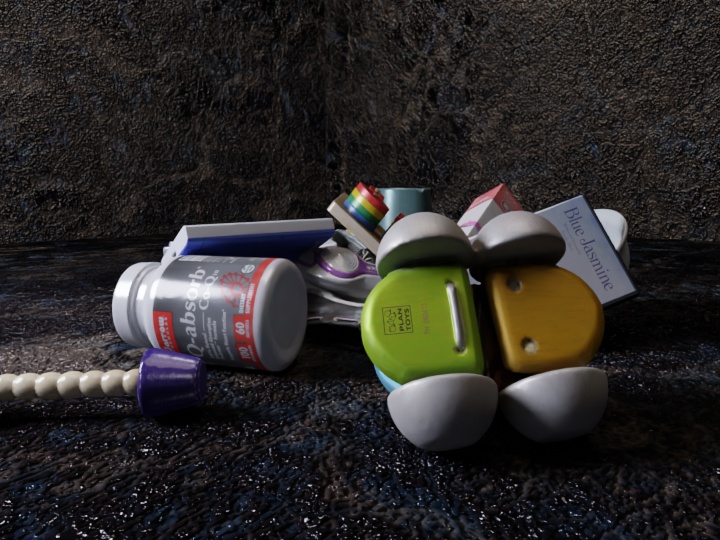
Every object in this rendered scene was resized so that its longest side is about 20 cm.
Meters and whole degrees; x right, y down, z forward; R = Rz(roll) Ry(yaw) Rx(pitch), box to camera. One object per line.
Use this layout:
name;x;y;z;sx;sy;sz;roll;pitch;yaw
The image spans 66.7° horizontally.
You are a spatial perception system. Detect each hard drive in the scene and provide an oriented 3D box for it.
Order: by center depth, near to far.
hard drive;-0.146;-0.030;0.710;0.194;0.026;0.131;-7;-14;-35

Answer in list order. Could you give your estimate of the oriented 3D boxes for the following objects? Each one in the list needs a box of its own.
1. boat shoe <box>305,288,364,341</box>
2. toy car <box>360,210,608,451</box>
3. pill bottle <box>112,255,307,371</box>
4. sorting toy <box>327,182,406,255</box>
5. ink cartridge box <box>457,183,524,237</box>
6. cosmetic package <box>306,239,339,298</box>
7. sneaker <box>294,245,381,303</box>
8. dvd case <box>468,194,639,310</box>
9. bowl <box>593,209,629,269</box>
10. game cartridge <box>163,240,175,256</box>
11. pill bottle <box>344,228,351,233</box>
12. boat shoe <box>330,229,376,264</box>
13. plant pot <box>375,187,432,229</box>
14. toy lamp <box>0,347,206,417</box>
boat shoe;-0.004;0.072;0.682;0.195;0.058;0.067;11;-23;38
toy car;0.092;0.057;0.456;0.192;0.181;0.151;-2;-27;-9
pill bottle;-0.166;0.044;0.608;0.192;0.121;0.115;2;8;18
sorting toy;0.046;-0.077;0.968;0.199;0.070;0.199;42;11;-5
ink cartridge box;0.170;-0.008;0.762;0.201;0.117;0.067;-49;13;-31
cosmetic package;-0.074;0.002;0.928;0.069;0.105;0.200;-13;10;-8
sneaker;0.001;0.032;0.740;0.193;0.102;0.076;15;36;0
dvd case;0.224;0.000;0.674;0.194;0.147;0.018;-20;-22;-7
bowl;0.305;0.011;0.791;0.198;0.091;0.202;-35;18;13
game cartridge;-0.197;-0.034;0.868;0.128;0.043;0.199;-6;2;20
pill bottle;-0.004;-0.022;1.090;0.110;0.119;0.200;-1;7;-4
boat shoe;0.000;0.000;0.893;0.072;0.072;0.199;-38;43;-10
plant pot;0.097;-0.095;1.311;0.192;0.204;0.200;1;7;0
toy lamp;-0.229;0.097;0.459;0.192;0.061;0.058;-4;8;-3
